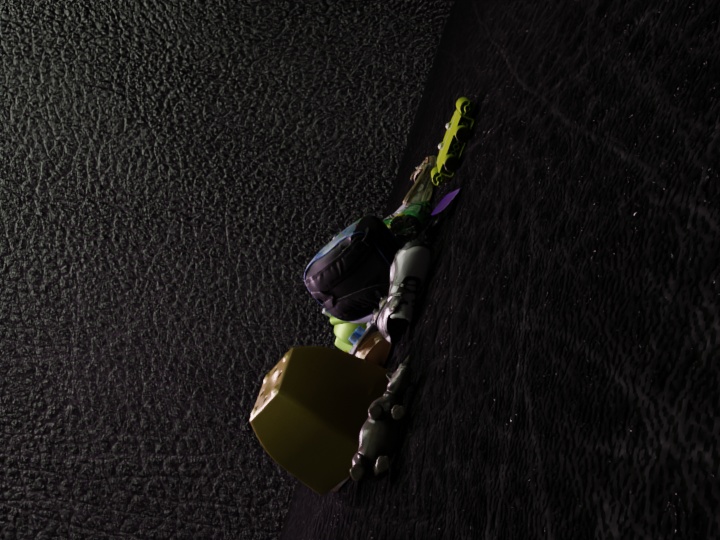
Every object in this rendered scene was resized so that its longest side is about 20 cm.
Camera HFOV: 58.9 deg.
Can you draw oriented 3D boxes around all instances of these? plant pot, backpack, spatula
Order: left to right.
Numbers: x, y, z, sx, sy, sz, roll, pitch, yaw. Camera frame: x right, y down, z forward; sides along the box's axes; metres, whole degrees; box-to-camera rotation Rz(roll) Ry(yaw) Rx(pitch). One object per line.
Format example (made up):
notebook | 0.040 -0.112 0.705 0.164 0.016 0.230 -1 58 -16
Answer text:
plant pot | -0.086 0.256 1.189 0.194 0.199 0.196 -47 16 36
backpack | 0.000 0.000 1.316 0.199 0.183 0.147 -32 15 30
spatula | 0.150 -0.105 1.233 0.057 0.020 0.200 -51 -7 -16

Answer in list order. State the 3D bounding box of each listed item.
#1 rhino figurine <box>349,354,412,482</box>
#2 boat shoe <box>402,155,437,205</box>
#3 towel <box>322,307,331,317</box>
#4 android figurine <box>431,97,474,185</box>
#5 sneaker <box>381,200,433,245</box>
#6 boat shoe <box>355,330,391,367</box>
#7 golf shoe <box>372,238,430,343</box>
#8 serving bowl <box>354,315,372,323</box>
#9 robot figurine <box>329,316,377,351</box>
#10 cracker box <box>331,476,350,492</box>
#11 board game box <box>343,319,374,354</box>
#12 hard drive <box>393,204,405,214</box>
rhino figurine | 0.038 0.216 0.935 0.088 0.059 0.201 86 -156 -69
boat shoe | 0.152 -0.223 1.579 0.201 0.062 0.074 -73 3 -46
towel | -0.006 0.067 1.811 0.200 0.031 0.149 -48 -31 4
android figurine | 0.193 -0.269 1.332 0.200 0.041 0.183 -82 11 -68
sneaker | 0.096 -0.095 1.357 0.085 0.078 0.200 -38 10 -22
boat shoe | 0.017 0.218 1.366 0.201 0.073 0.069 -61 30 27
golf shoe | 0.087 0.044 1.167 0.095 0.077 0.201 -111 34 -58
serving bowl | 0.017 0.032 1.568 0.066 0.199 0.202 4 73 54
robot figurine | -0.002 0.129 1.746 0.175 0.115 0.201 -13 -53 -56
cracker box | -0.044 0.395 1.397 0.200 0.057 0.135 112 176 -59
board game box | 0.028 0.116 1.441 0.200 0.026 0.200 -49 -8 -24
hard drive | 0.062 -0.084 1.690 0.200 0.027 0.132 -45 18 32
